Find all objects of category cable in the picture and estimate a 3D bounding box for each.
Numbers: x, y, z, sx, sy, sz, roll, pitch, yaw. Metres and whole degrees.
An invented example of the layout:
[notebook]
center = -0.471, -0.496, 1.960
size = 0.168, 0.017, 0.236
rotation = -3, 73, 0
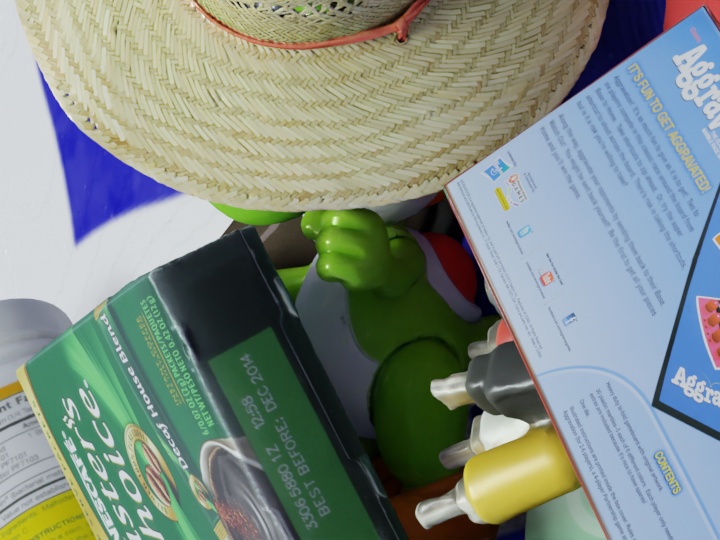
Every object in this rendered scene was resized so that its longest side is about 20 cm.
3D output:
[cable]
center = 0.102, 0.025, 0.774
size = 0.200, 0.050, 0.097
rotation = -10, 50, 35

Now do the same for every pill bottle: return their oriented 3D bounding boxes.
[pill bottle]
center = -0.121, 0.110, 1.061
size = 0.109, 0.109, 0.200
rotation = -57, 48, 36

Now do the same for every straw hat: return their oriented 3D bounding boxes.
[straw hat]
center = -0.012, -0.117, 0.799
size = 0.085, 0.201, 0.201
rotation = 100, 159, -75

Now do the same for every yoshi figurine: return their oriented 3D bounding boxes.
[yoshi figurine]
center = -0.015, 0.002, 0.876
size = 0.112, 0.112, 0.200
rotation = -6, 98, 15

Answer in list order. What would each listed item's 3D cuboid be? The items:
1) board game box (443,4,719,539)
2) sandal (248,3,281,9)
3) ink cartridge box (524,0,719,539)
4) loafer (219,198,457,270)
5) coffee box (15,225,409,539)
[board game box]
center = 0.096, 0.009, 0.737
size = 0.103, 0.019, 0.200
rotation = -35, 39, 11
[sandal]
center = -0.040, -0.119, 1.014
size = 0.200, 0.043, 0.076
rotation = -29, 74, 39
[ink cartridge box]
center = 0.126, 0.006, 0.787
size = 0.161, 0.050, 0.200
rotation = 13, 103, 52
[loafer]
center = -0.019, -0.002, 0.955
size = 0.073, 0.071, 0.200
rotation = 37, 119, 46
[coffee box]
center = -0.057, 0.064, 0.891
size = 0.123, 0.044, 0.200
rotation = 64, 157, 0
